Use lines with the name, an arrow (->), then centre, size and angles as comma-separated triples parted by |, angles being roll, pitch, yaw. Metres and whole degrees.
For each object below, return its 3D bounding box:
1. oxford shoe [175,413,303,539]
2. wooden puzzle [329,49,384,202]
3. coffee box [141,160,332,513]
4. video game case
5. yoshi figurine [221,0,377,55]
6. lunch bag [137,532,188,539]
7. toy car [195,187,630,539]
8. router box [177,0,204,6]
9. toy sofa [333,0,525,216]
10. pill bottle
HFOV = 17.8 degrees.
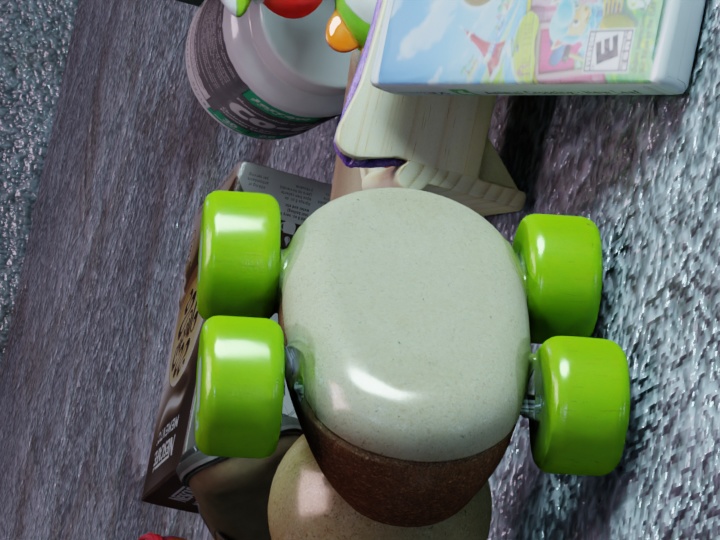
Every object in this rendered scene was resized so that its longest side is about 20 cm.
oxford shoe -> -0.050, 0.134, 1.258 | 0.200, 0.073, 0.084 | 78, 168, -68
wooden puzzle -> 0.000, 0.000, 1.263 | 0.200, 0.037, 0.185 | -90, 8, -56
coffee box -> -0.072, 0.048, 1.440 | 0.113, 0.080, 0.200 | 139, 143, -66
video game case -> 0.087, -0.173, 0.995 | 0.182, 0.022, 0.200 | 5, 81, 50
yoshi figurine -> -0.012, -0.181, 1.207 | 0.112, 0.200, 0.112 | -59, 13, 19
lunch bag -> -0.135, 0.274, 1.486 | 0.176, 0.082, 0.200 | 135, 148, -72
toy car -> 0.008, 0.082, 0.967 | 0.158, 0.164, 0.200 | -94, 10, -52
router box -> -0.105, -0.300, 1.760 | 0.052, 0.157, 0.200 | -104, 31, -62
toy sofa -> 0.046, -0.130, 1.116 | 0.083, 0.098, 0.200 | 177, 106, -78
pill bottle -> -0.038, -0.147, 1.433 | 0.200, 0.113, 0.113 | 167, 117, -75
